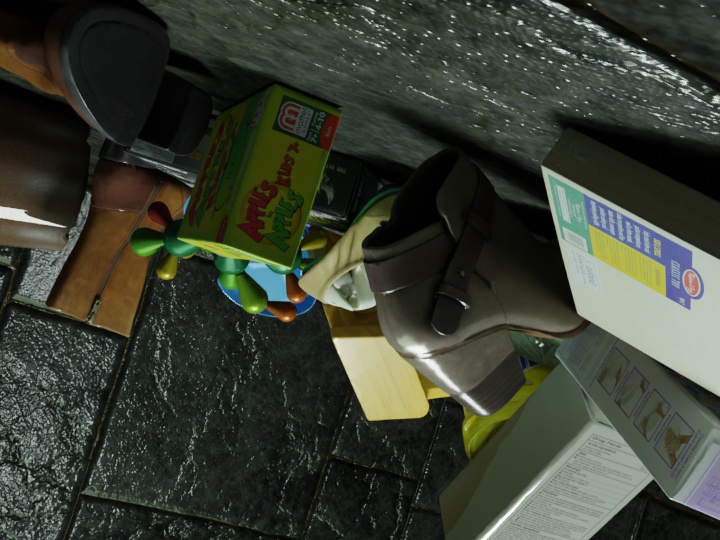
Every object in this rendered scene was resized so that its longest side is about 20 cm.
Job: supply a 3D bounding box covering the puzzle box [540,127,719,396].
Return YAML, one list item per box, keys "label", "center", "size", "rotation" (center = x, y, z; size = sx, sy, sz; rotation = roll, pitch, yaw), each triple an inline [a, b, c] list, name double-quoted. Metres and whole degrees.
- label: "puzzle box"
  center: [0.166, 0.011, 0.555]
  size: [0.133, 0.025, 0.200]
  rotation: [33, 170, 26]

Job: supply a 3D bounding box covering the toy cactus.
- label: "toy cactus"
  center: [-0.109, -0.028, 0.952]
  size: [0.198, 0.103, 0.165]
  rotation: [21, 160, 5]

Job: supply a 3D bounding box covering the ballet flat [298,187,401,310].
- label: "ballet flat"
  center: [0.000, 0.000, 0.856]
  size: [0.068, 0.063, 0.200]
  rotation: [-17, 168, -24]

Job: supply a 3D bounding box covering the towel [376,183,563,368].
- label: "towel"
  center: [0.114, 0.014, 0.881]
  size: [0.170, 0.048, 0.200]
  rotation: [22, 161, 39]

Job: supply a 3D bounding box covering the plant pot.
- label: "plant pot"
  center: [-0.402, -0.111, 1.126]
  size: [0.197, 0.202, 0.200]
  rotation: [12, -179, -28]

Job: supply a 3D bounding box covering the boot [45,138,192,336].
- label: "boot"
  center: [-0.216, -0.026, 1.120]
  size: [0.068, 0.202, 0.188]
  rotation: [14, 175, 40]

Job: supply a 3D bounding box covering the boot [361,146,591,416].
- label: "boot"
  center: [0.085, -0.013, 0.666]
  size: [0.070, 0.200, 0.147]
  rotation: [-3, 127, 45]

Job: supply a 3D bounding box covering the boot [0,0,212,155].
- label: "boot"
  center: [-0.199, -0.142, 0.621]
  size: [0.199, 0.069, 0.188]
  rotation: [25, -174, 9]

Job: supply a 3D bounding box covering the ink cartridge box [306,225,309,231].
- label: "ink cartridge box"
  center: [-0.025, -0.040, 1.494]
  size: [0.094, 0.037, 0.200]
  rotation: [18, 175, 14]

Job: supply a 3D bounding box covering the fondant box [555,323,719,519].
- label: "fondant box"
  center: [0.239, 0.105, 0.743]
  size: [0.143, 0.059, 0.200]
  rotation: [24, -166, -19]

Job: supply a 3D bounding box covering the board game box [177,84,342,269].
- label: "board game box"
  center: [-0.076, -0.060, 0.726]
  size: [0.047, 0.102, 0.200]
  rotation: [18, 177, -17]

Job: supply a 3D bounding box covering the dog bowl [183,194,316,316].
- label: "dog bowl"
  center: [-0.107, -0.033, 1.111]
  size: [0.110, 0.050, 0.201]
  rotation: [-1, 139, 20]

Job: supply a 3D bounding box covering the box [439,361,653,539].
- label: "box"
  center: [0.158, 0.170, 0.879]
  size: [0.094, 0.200, 0.078]
  rotation: [22, -146, -23]

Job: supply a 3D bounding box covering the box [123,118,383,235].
- label: "box"
  center: [-0.080, -0.081, 0.910]
  size: [0.198, 0.049, 0.158]
  rotation: [18, 177, 13]

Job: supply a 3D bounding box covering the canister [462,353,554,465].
- label: "canister"
  center: [0.158, 0.090, 0.996]
  size: [0.147, 0.087, 0.201]
  rotation: [-10, -142, 2]

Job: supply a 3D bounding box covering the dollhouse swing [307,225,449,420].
- label: "dollhouse swing"
  center: [0.059, 0.030, 1.134]
  size: [0.174, 0.201, 0.183]
  rotation: [-18, 131, 5]
